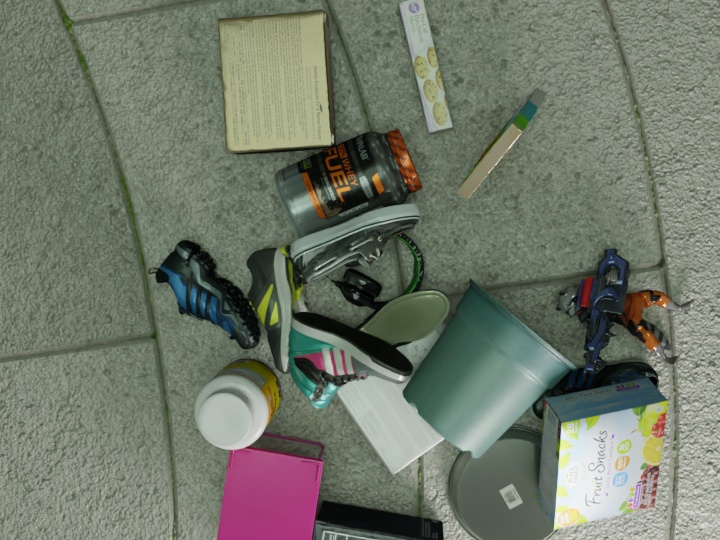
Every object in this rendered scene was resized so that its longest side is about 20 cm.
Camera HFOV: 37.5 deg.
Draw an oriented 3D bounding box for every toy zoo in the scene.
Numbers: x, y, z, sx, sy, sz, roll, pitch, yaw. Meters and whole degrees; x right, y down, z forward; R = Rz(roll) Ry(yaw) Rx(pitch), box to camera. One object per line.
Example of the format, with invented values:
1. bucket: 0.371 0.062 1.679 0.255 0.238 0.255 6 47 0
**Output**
1. toy zoo: 0.207 -0.189 1.523 0.020 0.200 0.131 38 122 0

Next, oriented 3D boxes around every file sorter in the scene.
1. file sorter: -0.135 0.360 1.623 0.138 0.125 0.201 9 96 2

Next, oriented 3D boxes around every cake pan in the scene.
1. cake pan: 0.233 0.341 1.639 0.199 0.037 0.202 0 95 4

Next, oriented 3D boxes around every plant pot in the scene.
1. plant pot: 0.176 0.151 1.540 0.200 0.200 0.196 39 93 0

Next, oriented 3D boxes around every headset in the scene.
1. headset: 0.000 0.000 1.595 0.199 0.094 0.124 0 100 -9

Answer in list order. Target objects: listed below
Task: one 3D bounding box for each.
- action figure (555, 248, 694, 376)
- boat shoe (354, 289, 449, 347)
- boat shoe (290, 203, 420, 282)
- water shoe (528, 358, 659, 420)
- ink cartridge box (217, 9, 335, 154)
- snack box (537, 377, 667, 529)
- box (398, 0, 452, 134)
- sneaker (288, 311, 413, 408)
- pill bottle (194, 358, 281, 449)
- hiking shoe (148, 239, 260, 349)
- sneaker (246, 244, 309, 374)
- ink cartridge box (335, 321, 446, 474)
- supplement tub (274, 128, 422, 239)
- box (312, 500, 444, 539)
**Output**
1. action figure: 0.379 0.083 1.577 0.192 0.105 0.201 22 71 7
2. boat shoe: 0.054 0.079 1.595 0.199 0.066 0.075 -39 97 26
3. boat shoe: 0.000 -0.036 1.533 0.199 0.072 0.071 -21 78 -5
4. water shoe: 0.347 0.178 1.596 0.199 0.079 0.072 -19 93 5
5. ink cartridge box: -0.123 -0.279 1.592 0.164 0.075 0.202 -3 93 3
6. snack box: 0.350 0.268 1.547 0.167 0.068 0.201 -9 119 -12
7. box: 0.098 -0.306 1.592 0.041 0.039 0.201 -12 94 4
8. sneaker: -0.026 0.153 1.561 0.199 0.084 0.121 24 110 22
9. pill bottle: -0.182 0.199 1.575 0.108 0.200 0.110 0 95 4
10. hiking shoe: -0.234 0.050 1.637 0.087 0.074 0.200 -41 81 14
11. sneaker: -0.128 0.058 1.633 0.084 0.074 0.202 3 99 27
12. ink cartridge box: 0.083 0.193 1.641 0.199 0.050 0.161 -34 92 -7
13. supplement tub: -0.017 -0.127 1.574 0.199 0.123 0.123 -23 93 5
14. box: 0.017 0.476 1.623 0.197 0.123 0.201 9 94 2
